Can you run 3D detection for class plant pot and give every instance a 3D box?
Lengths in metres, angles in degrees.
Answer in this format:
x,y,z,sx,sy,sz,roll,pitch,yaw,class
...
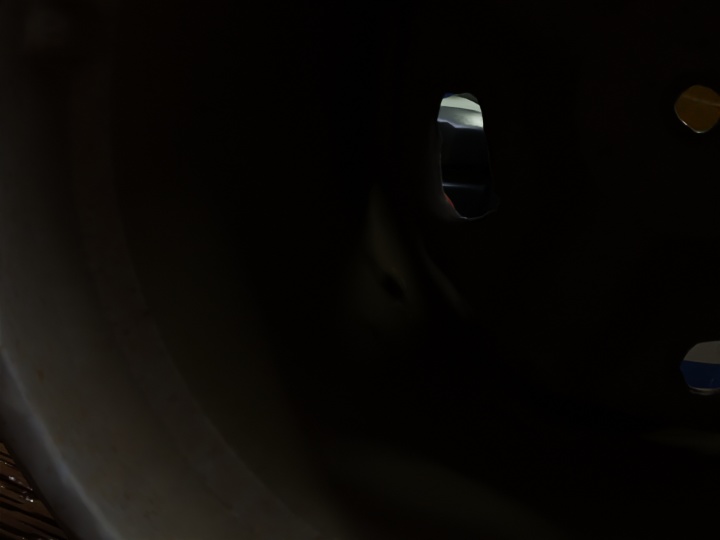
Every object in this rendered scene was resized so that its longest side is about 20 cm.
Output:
x,y,z,sx,sy,sz,roll,pitch,yaw,class
0.049,-0.029,0.502,0.199,0.202,0.183,19,7,10,plant pot

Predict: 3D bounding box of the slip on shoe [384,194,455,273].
x,y,z,sx,sy,sz,roll,pitch,yaw,class
0.000,0.000,0.688,0.074,0.062,0.200,16,7,4,slip on shoe

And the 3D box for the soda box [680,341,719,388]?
x,y,z,sx,sy,sz,roll,pitch,yaw,class
0.134,0.024,0.771,0.199,0.070,0.063,22,11,29,soda box

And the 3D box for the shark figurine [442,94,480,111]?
x,y,z,sx,sy,sz,roll,pitch,yaw,class
0.044,-0.044,1.031,0.213,0.090,0.129,8,44,-12,shark figurine

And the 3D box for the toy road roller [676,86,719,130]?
x,y,z,sx,sy,sz,roll,pitch,yaw,class
0.146,-0.072,0.758,0.200,0.123,0.146,41,-32,3,toy road roller

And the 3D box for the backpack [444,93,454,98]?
x,y,z,sx,sy,sz,roll,pitch,yaw,class
-0.080,-0.116,0.852,0.199,0.136,0.182,0,-1,25,backpack

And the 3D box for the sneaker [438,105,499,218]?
x,y,z,sx,sy,sz,roll,pitch,yaw,class
0.068,-0.017,0.889,0.199,0.076,0.079,14,7,-24,sneaker
